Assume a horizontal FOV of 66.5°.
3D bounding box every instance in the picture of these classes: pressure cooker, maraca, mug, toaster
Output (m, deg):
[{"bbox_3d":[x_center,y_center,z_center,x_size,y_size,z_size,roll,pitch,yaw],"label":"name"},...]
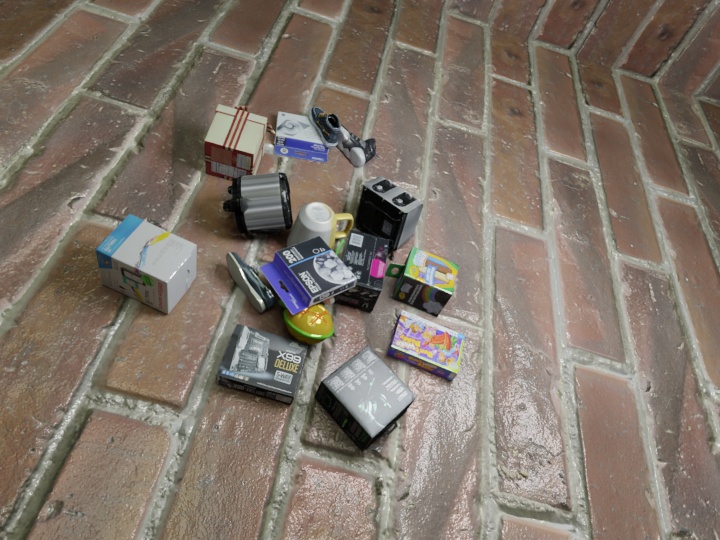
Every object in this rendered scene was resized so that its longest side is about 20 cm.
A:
[{"bbox_3d":[-0.307,-0.198,1.632,0.198,0.177,0.180,-6,53,-4],"label":"pressure cooker"},{"bbox_3d":[-0.147,0.125,1.485,0.136,0.108,0.200,10,24,-33],"label":"maraca"},{"bbox_3d":[-0.128,-0.132,1.659,0.149,0.154,0.187,34,50,11],"label":"mug"},{"bbox_3d":[0.088,-0.175,1.751,0.180,0.201,0.118,37,48,22],"label":"toaster"}]

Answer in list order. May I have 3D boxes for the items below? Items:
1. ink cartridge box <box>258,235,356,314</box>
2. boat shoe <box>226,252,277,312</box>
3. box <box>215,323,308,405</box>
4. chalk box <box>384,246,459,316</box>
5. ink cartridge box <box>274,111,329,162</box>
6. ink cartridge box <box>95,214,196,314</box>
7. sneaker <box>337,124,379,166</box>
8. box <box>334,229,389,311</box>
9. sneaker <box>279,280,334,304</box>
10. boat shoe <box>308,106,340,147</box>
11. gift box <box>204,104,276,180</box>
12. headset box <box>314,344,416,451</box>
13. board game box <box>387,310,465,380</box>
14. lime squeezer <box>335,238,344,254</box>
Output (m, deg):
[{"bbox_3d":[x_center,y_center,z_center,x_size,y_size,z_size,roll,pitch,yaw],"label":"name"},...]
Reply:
[{"bbox_3d":[-0.145,0.006,1.487,0.199,0.044,0.198,-24,53,-26],"label":"ink cartridge box"},{"bbox_3d":[-0.304,0.024,1.529,0.062,0.075,0.200,-28,67,-32],"label":"boat shoe"},{"bbox_3d":[-0.246,0.236,1.395,0.198,0.050,0.159,17,49,-4],"label":"box"},{"bbox_3d":[0.175,0.025,1.653,0.199,0.125,0.124,24,49,0],"label":"chalk box"},{"bbox_3d":[-0.210,-0.484,1.985,0.198,0.041,0.201,7,52,-13],"label":"ink cartridge box"},{"bbox_3d":[-0.550,-0.016,1.432,0.199,0.147,0.147,24,49,2],"label":"ink cartridge box"},{"bbox_3d":[-0.015,-0.469,2.018,0.113,0.076,0.201,-23,69,-32],"label":"sneaker"},{"bbox_3d":[0.000,0.000,1.622,0.131,0.115,0.201,15,49,-4],"label":"box"},{"bbox_3d":[-0.169,0.043,1.558,0.104,0.075,0.200,-40,75,-16],"label":"sneaker"},{"bbox_3d":[-0.123,-0.542,1.974,0.070,0.091,0.201,-11,59,-29],"label":"boat shoe"},{"bbox_3d":[-0.387,-0.404,1.779,0.198,0.185,0.188,16,58,-10],"label":"gift box"},{"bbox_3d":[0.017,0.323,1.384,0.200,0.093,0.174,44,52,17],"label":"headset box"},{"bbox_3d":[0.188,0.211,1.561,0.198,0.045,0.135,22,49,-1],"label":"board game box"},{"bbox_3d":[-0.120,-0.012,1.622,0.199,0.071,0.038,-30,24,-5],"label":"lime squeezer"}]
